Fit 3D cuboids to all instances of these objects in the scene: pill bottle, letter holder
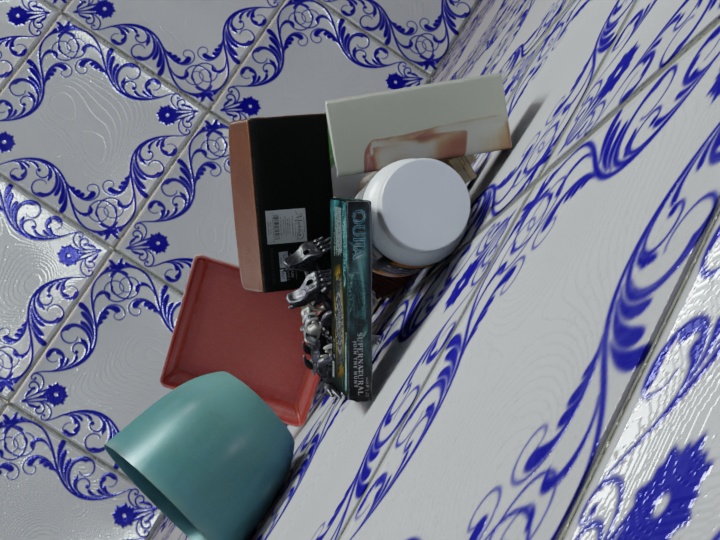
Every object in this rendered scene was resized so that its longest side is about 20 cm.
[{"bbox_3d":[0.052,-0.058,1.457,0.117,0.116,0.200,-58,4,-8],"label":"pill bottle"},{"bbox_3d":[-0.104,-0.081,1.619,0.142,0.100,0.202,-174,79,-65],"label":"letter holder"}]

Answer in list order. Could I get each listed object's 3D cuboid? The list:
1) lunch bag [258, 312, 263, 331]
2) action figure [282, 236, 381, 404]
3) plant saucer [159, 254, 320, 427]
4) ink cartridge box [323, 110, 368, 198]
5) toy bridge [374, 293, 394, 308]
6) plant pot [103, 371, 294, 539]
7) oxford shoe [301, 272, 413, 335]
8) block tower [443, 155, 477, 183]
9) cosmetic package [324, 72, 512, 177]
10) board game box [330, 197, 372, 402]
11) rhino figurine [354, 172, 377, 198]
[{"bbox_3d":[-0.093,0.047,1.860,0.170,0.126,0.201,71,-146,-42],"label":"lunch bag"},{"bbox_3d":[-0.025,0.065,1.546,0.119,0.101,0.201,-103,-2,-48],"label":"action figure"},{"bbox_3d":[-0.139,0.086,1.736,0.037,0.199,0.201,-84,12,-65],"label":"plant saucer"},{"bbox_3d":[0.018,-0.126,1.788,0.084,0.199,0.145,-59,4,12],"label":"ink cartridge box"},{"bbox_3d":[0.033,0.015,1.730,0.201,0.027,0.067,-55,5,14],"label":"toy bridge"},{"bbox_3d":[-0.174,0.218,1.582,0.161,0.201,0.201,-45,1,-17],"label":"plant pot"},{"bbox_3d":[0.000,0.000,1.635,0.200,0.070,0.075,-39,42,12],"label":"oxford shoe"},{"bbox_3d":[0.050,-0.088,1.634,0.199,0.054,0.058,-33,3,-8],"label":"block tower"},{"bbox_3d":[0.063,-0.164,1.524,0.103,0.198,0.088,-96,-3,-84],"label":"cosmetic package"},{"bbox_3d":[-0.010,0.026,1.395,0.135,0.028,0.202,-152,61,-80],"label":"board game box"},{"bbox_3d":[0.029,-0.078,1.692,0.201,0.087,0.060,-56,5,6],"label":"rhino figurine"}]
